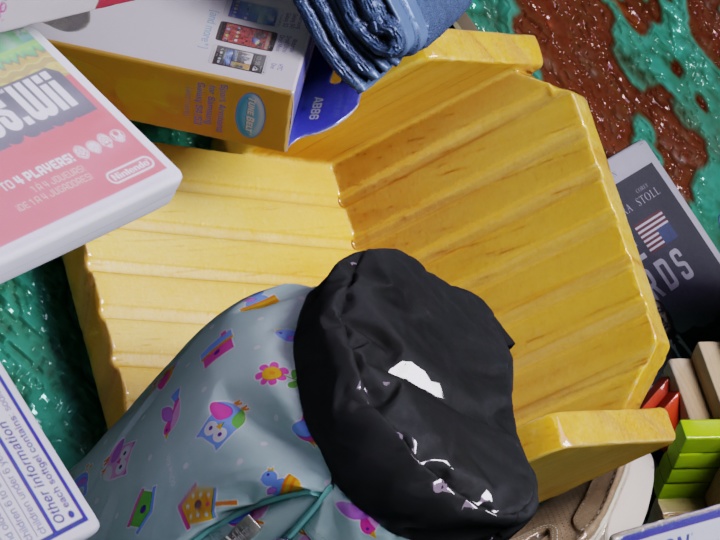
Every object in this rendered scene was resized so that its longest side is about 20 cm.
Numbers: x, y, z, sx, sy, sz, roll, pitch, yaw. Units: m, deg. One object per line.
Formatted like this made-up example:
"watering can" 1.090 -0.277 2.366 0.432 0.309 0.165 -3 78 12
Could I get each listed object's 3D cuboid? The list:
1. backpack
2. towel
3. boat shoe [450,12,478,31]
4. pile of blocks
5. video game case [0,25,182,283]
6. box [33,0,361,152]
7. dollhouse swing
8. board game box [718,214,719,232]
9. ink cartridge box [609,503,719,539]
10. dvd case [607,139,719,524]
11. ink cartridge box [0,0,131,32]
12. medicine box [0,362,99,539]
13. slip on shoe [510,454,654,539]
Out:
"backpack" -0.035 0.096 1.034 0.126 0.200 0.167 39 23 -18
"towel" 0.019 -0.163 1.184 0.112 0.048 0.200 63 34 -14
"boat shoe" 0.040 -0.063 1.293 0.068 0.072 0.200 -27 59 -9
"pile of blocks" 0.158 0.127 1.248 0.062 0.082 0.201 -1 73 -17
"video game case" -0.177 -0.075 1.005 0.200 0.017 0.143 44 39 15
"box" -0.092 -0.117 1.166 0.199 0.042 0.119 10 47 3
"dollhouse swing" 0.000 0.000 1.158 0.176 0.181 0.201 20 49 -57
"board game box" 0.232 0.081 1.332 0.151 0.036 0.201 25 53 -56
"ink cartridge box" 0.163 0.184 1.171 0.199 0.040 0.201 -10 106 -37
"dvd case" 0.152 0.043 1.361 0.150 0.025 0.201 -29 86 -48
"ink cartridge box" -0.169 -0.160 1.005 0.199 0.086 0.148 -18 60 -40
"medicine box" -0.226 0.066 0.949 0.200 0.103 0.183 -26 81 -47
"slip on shoe" 0.071 0.135 1.199 0.060 0.076 0.200 33 49 -1
